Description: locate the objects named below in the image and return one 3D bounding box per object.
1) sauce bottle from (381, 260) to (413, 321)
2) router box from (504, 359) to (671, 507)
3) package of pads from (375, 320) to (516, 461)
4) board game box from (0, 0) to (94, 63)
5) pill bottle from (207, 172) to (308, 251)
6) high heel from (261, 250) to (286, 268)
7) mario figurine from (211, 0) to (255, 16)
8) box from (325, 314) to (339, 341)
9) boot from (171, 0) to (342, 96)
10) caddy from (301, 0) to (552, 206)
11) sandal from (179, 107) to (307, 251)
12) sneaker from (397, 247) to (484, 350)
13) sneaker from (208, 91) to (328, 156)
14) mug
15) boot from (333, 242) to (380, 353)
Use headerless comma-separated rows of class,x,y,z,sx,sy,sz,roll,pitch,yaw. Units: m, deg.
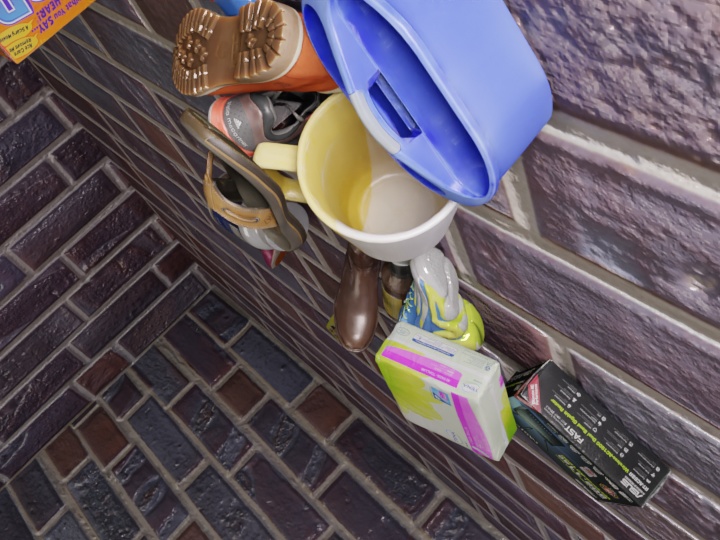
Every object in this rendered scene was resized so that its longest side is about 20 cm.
sauce bottle,0.060,0.014,1.033,0.065,0.065,0.200,41,165,16
router box,0.275,0.210,0.974,0.200,0.062,0.150,43,168,7
package of pads,0.111,0.158,0.976,0.154,0.068,0.200,20,153,30
board game box,-0.484,-0.435,1.024,0.200,0.200,0.200,30,161,47
pill bottle,-0.173,-0.100,1.288,0.200,0.111,0.111,28,159,51
high heel,-0.196,-0.075,1.508,0.096,0.067,0.200,32,159,11
mario figurine,-0.106,-0.278,0.688,0.123,0.106,0.200,-19,135,35
box,-0.021,0.092,1.492,0.050,0.075,0.200,46,168,4
boot,-0.088,-0.182,0.660,0.107,0.075,0.200,1,-170,-43
caddy,0.041,-0.136,0.543,0.200,0.105,0.141,50,167,-23
sandal,-0.107,-0.065,0.675,0.082,0.055,0.200,40,169,26
sneaker,0.081,0.049,0.962,0.105,0.076,0.200,-11,136,24
sneaker,-0.065,-0.155,0.752,0.082,0.200,0.077,-16,103,29
mug,0.015,-0.089,0.712,0.186,0.150,0.153,39,174,15
boot,0.000,0.000,0.980,0.064,0.187,0.200,3,164,-2
